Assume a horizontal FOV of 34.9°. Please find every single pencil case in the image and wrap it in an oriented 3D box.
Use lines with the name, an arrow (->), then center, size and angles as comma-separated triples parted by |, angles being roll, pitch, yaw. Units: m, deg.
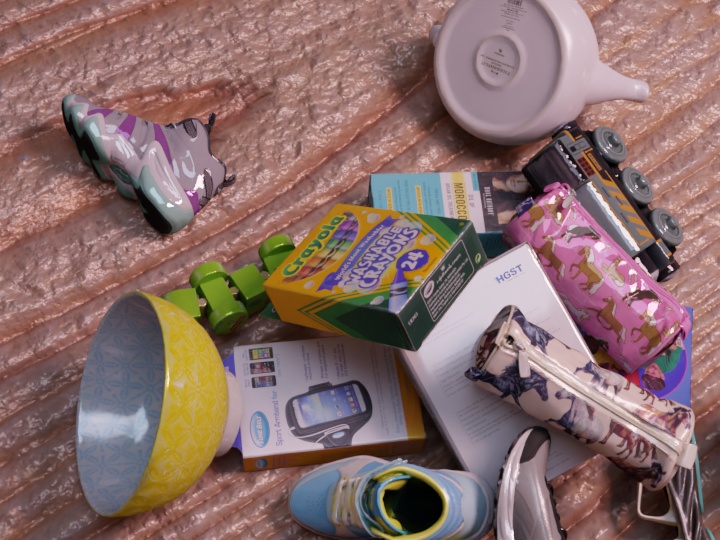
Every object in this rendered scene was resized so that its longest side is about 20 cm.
pencil case -> 0.229, 0.007, 1.114 | 0.083, 0.087, 0.200 | -38, 77, -14
pencil case -> 0.190, 0.109, 0.981 | 0.200, 0.089, 0.078 | 31, 93, 4

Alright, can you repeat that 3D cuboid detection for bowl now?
bowl -> -0.172, 0.125, 1.039 | 0.107, 0.200, 0.201 | 12, 53, -32

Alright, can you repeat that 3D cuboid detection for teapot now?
teapot -> 0.186, -0.236, 1.291 | 0.146, 0.197, 0.201 | -13, 76, -54

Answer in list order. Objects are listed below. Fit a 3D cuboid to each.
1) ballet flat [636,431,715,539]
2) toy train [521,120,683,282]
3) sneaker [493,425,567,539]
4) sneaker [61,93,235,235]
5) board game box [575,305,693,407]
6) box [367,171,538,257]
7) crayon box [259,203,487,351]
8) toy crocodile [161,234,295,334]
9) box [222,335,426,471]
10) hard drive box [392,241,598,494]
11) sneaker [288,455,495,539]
ballet flat -> 0.293, 0.237, 1.055 | 0.068, 0.068, 0.201 | -12, 64, 6
toy train -> 0.253, -0.065, 1.194 | 0.114, 0.085, 0.200 | -27, 81, -47
sneaker -> 0.147, 0.226, 0.952 | 0.079, 0.074, 0.201 | 2, 59, 13
sneaker -> -0.220, -0.143, 1.249 | 0.140, 0.078, 0.200 | -39, 78, -26
board game box -> 0.229, 0.087, 1.153 | 0.199, 0.045, 0.135 | 10, 59, 2
box -> 0.110, -0.060, 1.231 | 0.199, 0.049, 0.083 | -2, 59, -5
crayon box -> 0.000, 0.000, 1.067 | 0.199, 0.052, 0.126 | 9, 47, 42
toy crocodile -> -0.109, 0.019, 1.167 | 0.199, 0.062, 0.068 | -22, 64, -21
box -> -0.043, 0.126, 1.114 | 0.199, 0.042, 0.119 | -6, 59, -5
hard drive box -> 0.134, 0.099, 1.067 | 0.155, 0.077, 0.201 | -28, 83, -3
sneaker -> 0.005, 0.196, 0.988 | 0.199, 0.130, 0.080 | -6, 76, 25
